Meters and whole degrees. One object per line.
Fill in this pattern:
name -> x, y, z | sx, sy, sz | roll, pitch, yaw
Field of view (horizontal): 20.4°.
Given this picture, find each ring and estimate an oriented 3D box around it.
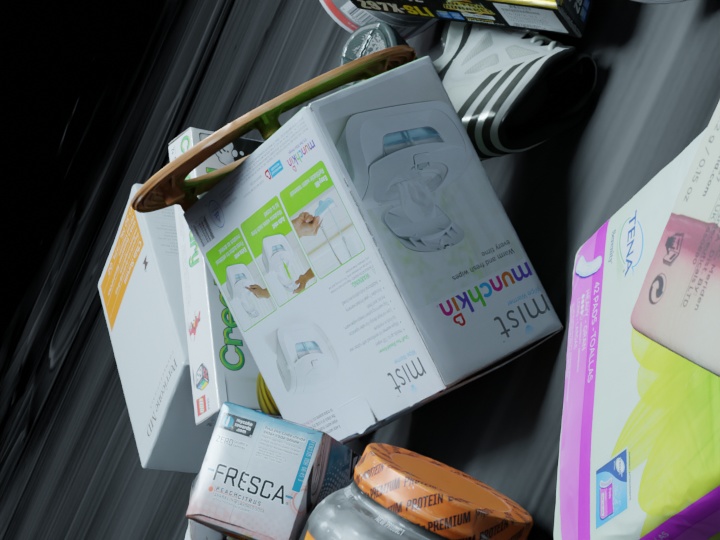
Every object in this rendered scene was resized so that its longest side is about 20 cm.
ring -> -0.051, -0.081, 1.235 | 0.199, 0.019, 0.200 | -30, -4, -2

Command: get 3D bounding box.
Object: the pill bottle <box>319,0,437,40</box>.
pill bottle -> 0.050, -0.246, 1.427 | 0.200, 0.115, 0.117 | -28, 43, 62

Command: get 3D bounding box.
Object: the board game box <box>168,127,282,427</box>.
board game box -> -0.060, 0.010, 1.341 | 0.035, 0.125, 0.202 | -32, 58, 47

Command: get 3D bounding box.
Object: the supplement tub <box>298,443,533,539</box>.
supplement tub -> 0.007, 0.200, 1.037 | 0.201, 0.122, 0.123 | -67, 18, 4

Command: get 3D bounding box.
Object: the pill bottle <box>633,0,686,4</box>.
pill bottle -> 0.171, -0.252, 1.096 | 0.111, 0.110, 0.202 | -36, 36, 58

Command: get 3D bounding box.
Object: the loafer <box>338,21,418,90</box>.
loafer -> 0.023, -0.077, 1.423 | 0.071, 0.063, 0.202 | -12, 68, 36

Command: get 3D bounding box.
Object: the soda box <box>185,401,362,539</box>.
soda box -> -0.030, 0.133, 1.144 | 0.200, 0.063, 0.069 | 45, -118, -69

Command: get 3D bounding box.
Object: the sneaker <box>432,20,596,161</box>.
sneaker -> 0.106, -0.128, 1.243 | 0.114, 0.076, 0.201 | 0, 39, 31

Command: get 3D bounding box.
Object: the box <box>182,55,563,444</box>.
box -> 0.000, 0.000, 1.183 | 0.178, 0.096, 0.200 | 62, 150, 4

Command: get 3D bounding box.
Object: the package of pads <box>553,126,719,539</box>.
package of pads -> 0.153, 0.038, 0.891 | 0.155, 0.068, 0.201 | -47, 28, 49

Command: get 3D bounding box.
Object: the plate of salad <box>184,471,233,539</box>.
plate of salad -> -0.063, 0.217, 1.211 | 0.200, 0.048, 0.202 | -16, -90, -85

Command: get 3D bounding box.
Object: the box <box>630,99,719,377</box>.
box -> 0.200, 0.013, 0.692 | 0.110, 0.127, 0.200 | -67, 18, 5

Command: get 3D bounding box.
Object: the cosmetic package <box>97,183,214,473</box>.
cosmetic package -> -0.128, 0.040, 1.429 | 0.201, 0.071, 0.102 | -113, 38, -48

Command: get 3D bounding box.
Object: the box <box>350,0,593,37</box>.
box -> 0.085, -0.248, 1.221 | 0.159, 0.049, 0.202 | 11, 74, 31
